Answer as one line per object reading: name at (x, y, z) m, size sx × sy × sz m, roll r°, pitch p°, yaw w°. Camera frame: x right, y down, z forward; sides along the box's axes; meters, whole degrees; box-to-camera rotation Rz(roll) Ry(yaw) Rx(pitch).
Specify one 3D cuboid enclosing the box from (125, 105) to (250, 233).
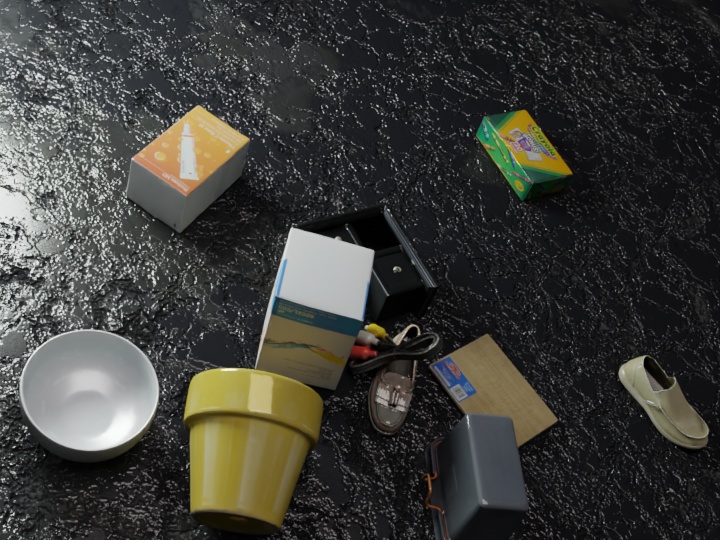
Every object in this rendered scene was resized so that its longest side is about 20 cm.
box at (-0.308, -0.185, 1.741) m, size 0.123 × 0.098 × 0.201 m, roll 33°, pitch 48°, yaw 7°

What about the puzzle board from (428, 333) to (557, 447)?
puzzle board at (0.228, 0.215, 1.673) m, size 0.149 × 0.018 × 0.201 m, roll -23°, pitch 62°, yaw -33°

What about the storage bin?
storage bin at (0.177, 0.320, 1.486) m, size 0.143 × 0.135 × 0.203 m, roll 8°, pitch 49°, yaw -15°

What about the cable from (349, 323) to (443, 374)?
cable at (0.043, 0.127, 1.583) m, size 0.097 × 0.198 × 0.051 m, roll -47°, pitch 113°, yaw -30°

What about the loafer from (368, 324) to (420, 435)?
loafer at (0.060, 0.175, 1.608) m, size 0.071 × 0.063 × 0.202 m, roll 21°, pitch 47°, yaw -4°

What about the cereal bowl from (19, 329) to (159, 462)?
cereal bowl at (-0.393, 0.191, 1.405) m, size 0.196 × 0.084 × 0.203 m, roll 11°, pitch 50°, yaw -13°

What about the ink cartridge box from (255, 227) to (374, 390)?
ink cartridge box at (-0.076, 0.066, 1.553) m, size 0.142 × 0.202 × 0.149 m, roll 14°, pitch 48°, yaw -6°

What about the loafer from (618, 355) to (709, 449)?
loafer at (0.552, 0.235, 1.747) m, size 0.075 × 0.069 × 0.200 m, roll -29°, pitch 67°, yaw -37°

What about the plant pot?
plant pot at (-0.161, 0.264, 1.375) m, size 0.197 × 0.201 × 0.192 m, roll 13°, pitch 64°, yaw -10°

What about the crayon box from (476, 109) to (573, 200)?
crayon box at (0.350, -0.249, 2.077) m, size 0.117 × 0.059 × 0.202 m, roll -13°, pitch 58°, yaw -29°

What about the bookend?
bookend at (0.000, 0.000, 1.711) m, size 0.197 × 0.093 × 0.200 m, roll -14°, pitch 58°, yaw -29°
